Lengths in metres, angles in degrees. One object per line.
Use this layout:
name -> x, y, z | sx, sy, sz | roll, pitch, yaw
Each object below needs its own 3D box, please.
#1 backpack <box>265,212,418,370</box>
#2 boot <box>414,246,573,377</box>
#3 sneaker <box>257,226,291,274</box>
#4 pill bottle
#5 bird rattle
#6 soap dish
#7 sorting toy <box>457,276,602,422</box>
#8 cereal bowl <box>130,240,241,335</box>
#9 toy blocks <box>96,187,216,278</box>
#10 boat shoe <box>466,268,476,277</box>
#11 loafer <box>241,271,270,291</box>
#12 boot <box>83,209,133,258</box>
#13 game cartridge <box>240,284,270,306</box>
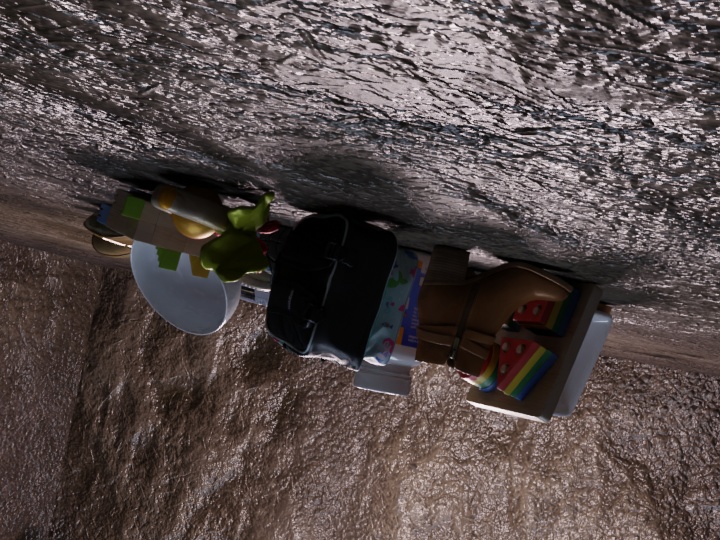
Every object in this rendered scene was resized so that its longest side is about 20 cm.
backpack -> -0.032, 0.022, 1.318 | 0.149, 0.180, 0.199 | 19, 176, -29
boot -> 0.170, 0.063, 1.421 | 0.197, 0.158, 0.077 | 11, 175, -6
sneaker -> -0.091, -0.017, 1.608 | 0.198, 0.074, 0.081 | 15, 174, -35
pill bottle -> 0.047, 0.072, 1.556 | 0.110, 0.203, 0.112 | 10, 175, 1
bird rattle -> -0.168, -0.067, 1.295 | 0.161, 0.114, 0.200 | 24, -174, -11
soap dish -> 0.305, 0.130, 1.757 | 0.156, 0.203, 0.081 | 13, -167, -36
sorting toy -> 0.225, 0.099, 1.554 | 0.069, 0.201, 0.199 | 29, 168, -22
cereal bowl -> -0.267, -0.002, 1.744 | 0.198, 0.202, 0.083 | 8, -145, 34
toy blocks -> -0.261, -0.065, 1.429 | 0.198, 0.101, 0.136 | 15, -175, -44
boat shoe -> 0.112, 0.047, 1.679 | 0.198, 0.073, 0.065 | -14, 138, 41
loafer -> -0.218, -0.031, 1.813 | 0.198, 0.069, 0.076 | 27, -179, 20
boot -> -0.422, -0.069, 1.880 | 0.172, 0.067, 0.200 | -3, 173, 13
game cartridge -> -0.201, 0.000, 1.894 | 0.197, 0.041, 0.133 | 15, -152, 22
